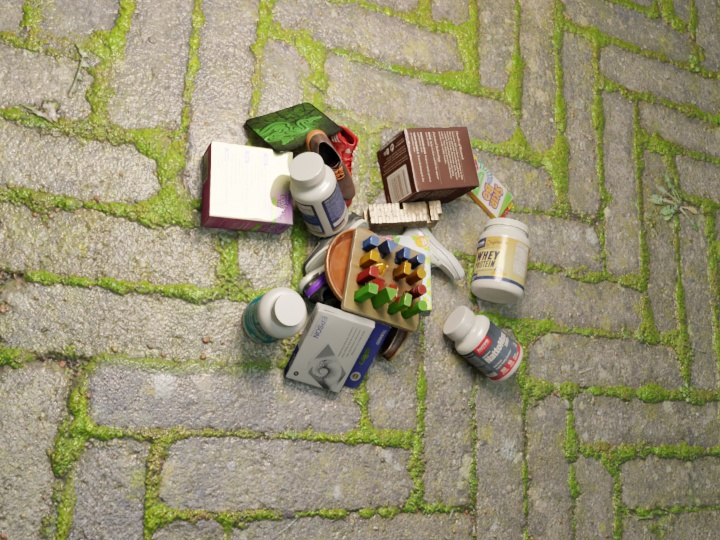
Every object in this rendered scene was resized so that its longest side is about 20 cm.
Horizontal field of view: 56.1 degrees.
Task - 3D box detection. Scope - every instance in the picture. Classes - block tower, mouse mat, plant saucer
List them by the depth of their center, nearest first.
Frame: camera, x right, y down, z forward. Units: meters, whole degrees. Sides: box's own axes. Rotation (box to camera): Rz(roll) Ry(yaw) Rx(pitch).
[{"bbox_3d":[0.000,0.000,1.610,0.198,0.032,0.204,11,69,-29],"label":"plant saucer"},{"bbox_3d":[-0.163,-0.354,1.654,0.198,0.008,0.161,-27,53,-30],"label":"mouse mat"},{"bbox_3d":[0.108,-0.141,1.739,0.196,0.058,0.055,-5,72,-8],"label":"block tower"}]

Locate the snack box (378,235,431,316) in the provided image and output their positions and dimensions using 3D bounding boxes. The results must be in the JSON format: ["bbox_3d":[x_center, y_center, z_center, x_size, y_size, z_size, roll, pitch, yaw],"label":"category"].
[{"bbox_3d":[0.106,0.012,1.694,0.140,0.053,0.203,1,66,-1],"label":"snack box"}]

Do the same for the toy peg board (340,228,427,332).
[{"bbox_3d":[0.076,0.013,1.569,0.197,0.098,0.202,20,66,-22],"label":"toy peg board"}]

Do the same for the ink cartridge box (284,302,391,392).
[{"bbox_3d":[-0.050,0.190,1.572,0.197,0.041,0.202,18,114,-21],"label":"ink cartridge box"}]

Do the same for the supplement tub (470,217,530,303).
[{"bbox_3d":[0.382,-0.026,1.831,0.143,0.144,0.203,20,71,-21],"label":"supplement tub"}]

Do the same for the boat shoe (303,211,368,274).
[{"bbox_3d":[-0.070,-0.067,1.671,0.199,0.076,0.060,-38,58,-18],"label":"boat shoe"}]

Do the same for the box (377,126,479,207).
[{"bbox_3d":[0.175,-0.268,1.769,0.197,0.165,0.167,-8,82,-27],"label":"box"}]

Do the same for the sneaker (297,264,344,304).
[{"bbox_3d":[-0.047,0.018,1.635,0.199,0.070,0.099,-39,63,-18],"label":"sneaker"}]

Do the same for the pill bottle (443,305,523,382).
[{"bbox_3d":[0.317,0.189,1.771,0.199,0.119,0.120,38,66,-13],"label":"pill bottle"}]

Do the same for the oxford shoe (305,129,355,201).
[{"bbox_3d":[-0.065,-0.239,1.618,0.071,0.073,0.201,-37,124,-1],"label":"oxford shoe"}]

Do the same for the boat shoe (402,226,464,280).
[{"bbox_3d":[0.188,-0.039,1.790,0.067,0.074,0.200,-41,85,-16],"label":"boat shoe"}]

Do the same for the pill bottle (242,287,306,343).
[{"bbox_3d":[-0.188,0.100,1.500,0.109,0.199,0.113,6,76,-24],"label":"pill bottle"}]

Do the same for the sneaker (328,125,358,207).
[{"bbox_3d":[-0.047,-0.264,1.689,0.077,0.115,0.203,-13,85,-27],"label":"sneaker"}]

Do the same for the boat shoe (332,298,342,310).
[{"bbox_3d":[-0.013,0.062,1.672,0.074,0.075,0.202,55,48,-42],"label":"boat shoe"}]

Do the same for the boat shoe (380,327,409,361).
[{"bbox_3d":[0.094,0.131,1.704,0.070,0.070,0.201,42,57,-20],"label":"boat shoe"}]

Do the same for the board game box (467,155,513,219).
[{"bbox_3d":[0.355,-0.232,1.928,0.200,0.030,0.096,45,65,-14],"label":"board game box"}]

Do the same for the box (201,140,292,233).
[{"bbox_3d":[-0.265,-0.191,1.581,0.197,0.096,0.179,4,78,-24],"label":"box"}]

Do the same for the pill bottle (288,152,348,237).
[{"bbox_3d":[-0.101,-0.179,1.582,0.109,0.201,0.112,-7,56,10],"label":"pill bottle"}]
